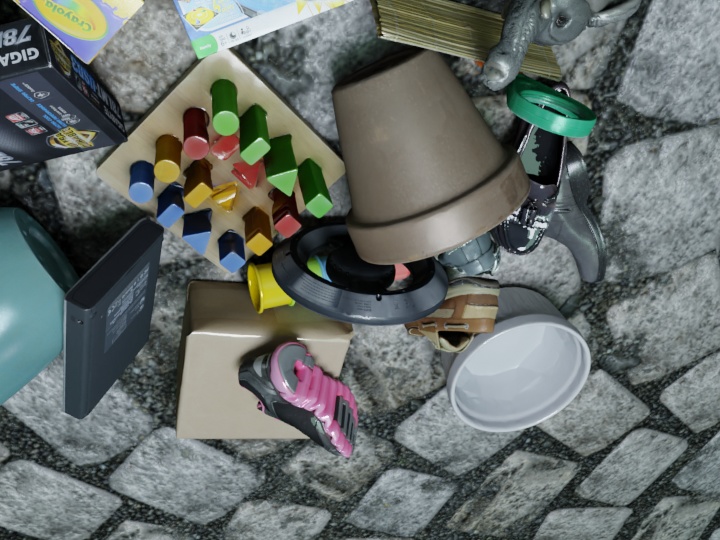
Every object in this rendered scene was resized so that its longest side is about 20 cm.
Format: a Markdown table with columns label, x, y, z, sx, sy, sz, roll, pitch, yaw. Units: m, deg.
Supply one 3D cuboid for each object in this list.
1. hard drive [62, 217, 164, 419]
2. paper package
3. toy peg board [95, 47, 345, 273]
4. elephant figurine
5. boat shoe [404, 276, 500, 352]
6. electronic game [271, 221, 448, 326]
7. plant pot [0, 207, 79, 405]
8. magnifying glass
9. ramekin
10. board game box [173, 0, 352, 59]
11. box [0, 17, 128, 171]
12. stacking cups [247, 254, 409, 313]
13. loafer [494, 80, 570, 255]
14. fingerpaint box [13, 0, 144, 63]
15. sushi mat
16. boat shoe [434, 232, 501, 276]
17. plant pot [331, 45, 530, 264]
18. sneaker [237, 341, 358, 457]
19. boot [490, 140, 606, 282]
| label | x | y | z | sx | sy | sz | roll | pitch | yaw |
| --- | --- | --- | --- | --- | --- | --- | --- | --- | --- |
| hard drive | -0.273 | 0.057 | 0.773 | 0.033 | 0.140 | 0.201 | 26 | 133 | 2 |
| paper package | -0.130 | 0.119 | 0.898 | 0.198 | 0.104 | 0.192 | 4 | 124 | -17 |
| toy peg board | -0.142 | -0.091 | 0.746 | 0.199 | 0.098 | 0.200 | -39 | 124 | 15 |
| elephant figurine | 0.193 | -0.278 | 0.661 | 0.153 | 0.142 | 0.202 | 3 | 112 | 3 |
| boat shoe | 0.106 | 0.064 | 0.874 | 0.075 | 0.075 | 0.200 | 3 | 164 | -17 |
| electronic game | 0.000 | 0.000 | 0.780 | 0.198 | 0.201 | 0.042 | 2 | 120 | -15 |
| plant pot | -0.385 | 0.030 | 0.721 | 0.160 | 0.201 | 0.201 | -34 | 127 | -7 |
| magnifying glass | 0.160 | -0.178 | 0.689 | 0.079 | 0.201 | 0.023 | 4 | 124 | -20 |
| ramekin | 0.205 | 0.118 | 0.975 | 0.198 | 0.105 | 0.202 | -6 | 126 | -8 |
| board game box | -0.083 | -0.295 | 0.640 | 0.198 | 0.035 | 0.136 | -21 | 118 | 2 |
| box | -0.333 | -0.138 | 0.619 | 0.196 | 0.200 | 0.050 | -16 | 85 | -4 |
| stacking cups | -0.033 | 0.003 | 0.848 | 0.198 | 0.061 | 0.061 | -11 | 128 | -19 |
| loafer | 0.195 | -0.114 | 0.789 | 0.071 | 0.063 | 0.202 | 11 | 99 | 1 |
| fingerpaint box | -0.259 | -0.280 | 0.538 | 0.073 | 0.167 | 0.200 | -38 | 124 | 15 |
| sushi mat | 0.104 | -0.239 | 0.701 | 0.198 | 0.096 | 0.012 | 7 | 138 | -18 |
| boat shoe | 0.129 | -0.015 | 0.822 | 0.072 | 0.062 | 0.200 | -31 | 170 | 6 |
| plant pot | 0.055 | -0.129 | 0.725 | 0.199 | 0.201 | 0.176 | -23 | 111 | 4 |
| sneaker | -0.074 | 0.160 | 0.844 | 0.095 | 0.079 | 0.201 | -14 | 131 | 26 |
| boot | 0.228 | -0.056 | 0.886 | 0.131 | 0.070 | 0.201 | -21 | 115 | 6 |
